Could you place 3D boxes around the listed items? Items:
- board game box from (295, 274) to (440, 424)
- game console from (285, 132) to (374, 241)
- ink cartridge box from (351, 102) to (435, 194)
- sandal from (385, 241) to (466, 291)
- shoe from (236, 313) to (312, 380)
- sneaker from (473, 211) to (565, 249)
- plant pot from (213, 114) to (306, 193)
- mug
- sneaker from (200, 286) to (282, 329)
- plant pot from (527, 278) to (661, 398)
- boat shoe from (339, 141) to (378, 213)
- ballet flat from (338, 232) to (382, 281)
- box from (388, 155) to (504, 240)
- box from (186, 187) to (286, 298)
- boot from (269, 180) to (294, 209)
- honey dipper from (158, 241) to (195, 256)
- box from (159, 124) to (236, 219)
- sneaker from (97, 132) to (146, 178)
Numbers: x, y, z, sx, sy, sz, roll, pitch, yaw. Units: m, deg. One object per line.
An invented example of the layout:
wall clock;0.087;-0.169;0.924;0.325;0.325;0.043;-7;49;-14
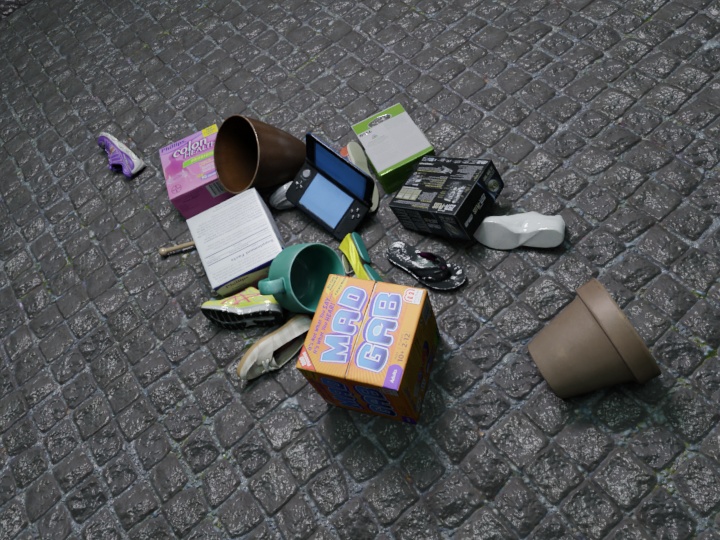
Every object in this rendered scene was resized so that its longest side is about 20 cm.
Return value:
board game box;0.025;0.154;1.148;0.199;0.200;0.200;9;62;20
game console;-0.077;-0.189;1.368;0.200;0.118;0.171;38;101;12
ink cartridge box;0.084;-0.312;1.488;0.147;0.076;0.200;-26;55;0
sandal;0.139;-0.013;1.307;0.200;0.048;0.075;25;69;28
shoe;-0.179;0.170;1.274;0.200;0.070;0.053;-40;49;-12
sneaker;0.345;-0.098;1.297;0.199;0.075;0.089;6;44;19
plant pot;-0.234;-0.287;1.485;0.187;0.200;0.188;6;99;42
mug;-0.137;0.012;1.292;0.114;0.185;0.152;-2;65;49
sneaker;-0.268;0.080;1.361;0.199;0.078;0.091;-1;51;9
plant pot;0.407;0.140;1.071;0.174;0.200;0.201;-33;55;15
boat shoe;-0.010;-0.223;1.469;0.063;0.071;0.201;-34;63;39
ballet flat;0.000;0.000;1.339;0.067;0.067;0.200;-38;52;17
box;0.192;-0.168;1.327;0.200;0.086;0.164;14;62;46
box;-0.283;-0.062;1.403;0.184;0.105;0.200;-26;68;-1
boot;-0.130;-0.176;1.471;0.200;0.074;0.096;-23;68;14
honey dipper;-0.424;-0.069;1.509;0.199;0.038;0.038;-16;57;7
box;-0.430;-0.267;1.595;0.175;0.097;0.200;-24;56;1
sneaker;-0.721;-0.338;1.734;0.200;0.081;0.083;36;80;30
